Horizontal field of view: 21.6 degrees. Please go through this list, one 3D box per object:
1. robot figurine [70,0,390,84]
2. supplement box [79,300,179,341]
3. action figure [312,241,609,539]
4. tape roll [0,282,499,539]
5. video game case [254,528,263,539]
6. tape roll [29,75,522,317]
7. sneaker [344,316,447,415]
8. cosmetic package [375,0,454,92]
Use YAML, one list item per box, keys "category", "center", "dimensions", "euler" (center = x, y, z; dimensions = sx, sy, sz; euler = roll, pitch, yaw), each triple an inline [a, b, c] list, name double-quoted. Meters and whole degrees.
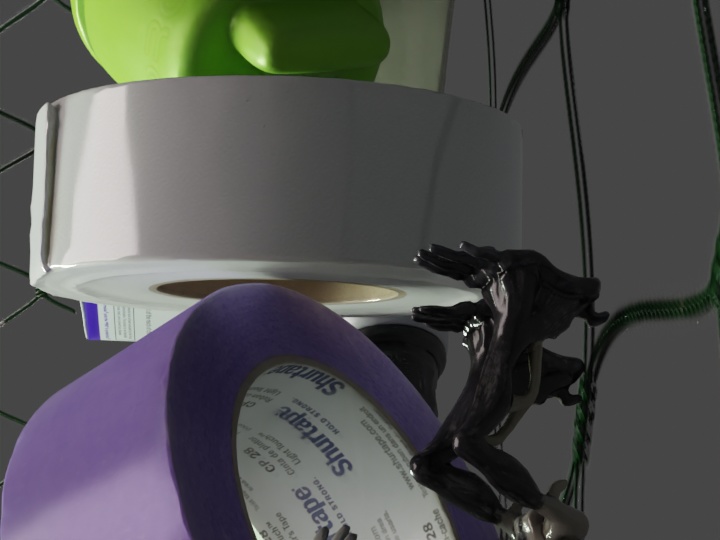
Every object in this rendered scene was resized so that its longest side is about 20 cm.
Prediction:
- category: "robot figurine"
  center: [-0.067, -0.124, 0.918]
  dimensions: [0.200, 0.116, 0.176]
  euler: [40, 131, 46]
- category: "supplement box"
  center: [-0.078, -0.012, 1.232]
  dimensions: [0.103, 0.200, 0.101]
  euler: [103, 169, -68]
- category: "action figure"
  center: [0.030, 0.100, 0.595]
  dimensions: [0.119, 0.102, 0.200]
  euler: [112, 163, -70]
- category: "tape roll"
  center: [-0.032, 0.111, 0.702]
  dimensions: [0.085, 0.200, 0.200]
  euler: [-32, 38, 26]
- category: "video game case"
  center: [-0.016, 0.154, 0.883]
  dimensions: [0.200, 0.022, 0.182]
  euler: [45, 147, 30]
- category: "tape roll"
  center: [-0.034, -0.024, 0.772]
  dimensions: [0.202, 0.202, 0.071]
  euler: [133, 139, -82]
- category: "sneaker"
  center: [-0.003, 0.091, 0.967]
  dimensions: [0.200, 0.075, 0.114]
  euler: [111, 163, -67]
- category: "cosmetic package"
  center: [0.003, -0.155, 1.021]
  dimensions: [0.103, 0.087, 0.200]
  euler: [-95, 9, -56]
